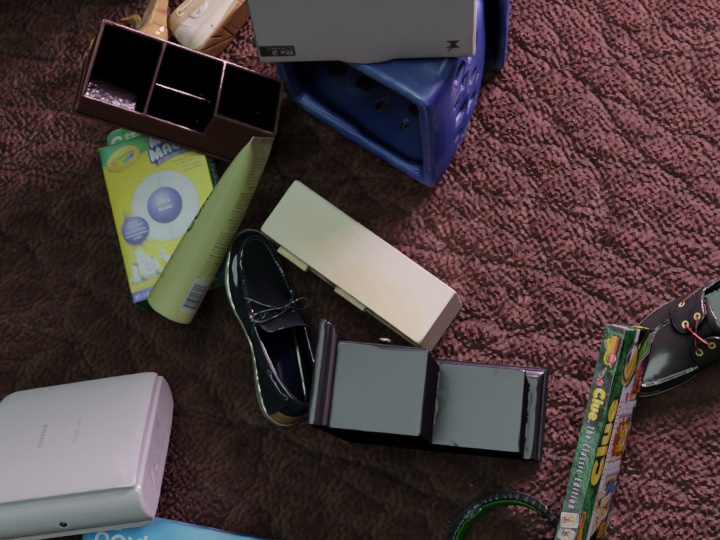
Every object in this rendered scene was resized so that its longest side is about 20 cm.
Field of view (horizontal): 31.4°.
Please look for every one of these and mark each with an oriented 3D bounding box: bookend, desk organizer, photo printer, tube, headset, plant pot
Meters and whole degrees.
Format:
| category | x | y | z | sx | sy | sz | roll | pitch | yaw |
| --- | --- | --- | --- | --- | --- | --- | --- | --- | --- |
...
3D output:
| category | x | y | z | sx | sy | sz | roll | pitch | yaw |
| --- | --- | --- | --- | --- | --- | --- | --- | --- | --- |
| bookend | 0.068 | 0.114 | 1.175 | 0.196 | 0.200 | 0.094 | 4 | 79 | 12 |
| desk organizer | -0.182 | -0.176 | 1.292 | 0.197 | 0.077 | 0.073 | 16 | 64 | -19 |
| photo printer | -0.291 | 0.184 | 1.258 | 0.197 | 0.070 | 0.168 | -9 | 39 | 9 |
| tube | -0.143 | -0.045 | 1.260 | 0.202 | 0.051 | 0.058 | -59 | 34 | 11 |
| headset | 0.164 | 0.302 | 1.196 | 0.123 | 0.094 | 0.201 | -41 | 59 | 4 |
| plant pot | 0.039 | -0.233 | 1.261 | 0.199 | 0.200 | 0.181 | 33 | 78 | 15 |

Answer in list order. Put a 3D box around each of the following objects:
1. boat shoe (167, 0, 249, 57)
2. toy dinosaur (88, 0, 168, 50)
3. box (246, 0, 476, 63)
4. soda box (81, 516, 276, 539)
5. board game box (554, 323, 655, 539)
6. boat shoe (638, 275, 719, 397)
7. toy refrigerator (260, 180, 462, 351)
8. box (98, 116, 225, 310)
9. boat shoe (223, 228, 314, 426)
| category | x | y | z | sx | sy | sz | roll | pitch | yaw |
| --- | --- | --- | --- | --- | --- | --- | --- | --- | --- |
| boat shoe | -0.131 | -0.318 | 1.369 | 0.069 | 0.074 | 0.200 | 41 | 88 | 10 |
| toy dinosaur | -0.226 | -0.252 | 1.365 | 0.105 | 0.060 | 0.203 | 14 | 95 | 26 |
| box | 0.001 | -0.282 | 1.074 | 0.196 | 0.201 | 0.133 | -1 | 67 | 3 |
| soda box | -0.172 | 0.283 | 1.253 | 0.197 | 0.064 | 0.069 | 8 | 79 | 13 |
| board game box | 0.224 | 0.149 | 1.166 | 0.023 | 0.104 | 0.203 | 15 | 95 | 30 |
| boat shoe | 0.327 | 0.050 | 1.213 | 0.200 | 0.063 | 0.074 | -33 | 79 | 5 |
| toy refrigerator | 0.000 | 0.000 | 1.276 | 0.199 | 0.076 | 0.070 | 36 | 86 | 15 |
| box | -0.202 | -0.073 | 1.344 | 0.116 | 0.048 | 0.203 | -18 | 74 | 6 |
| boat shoe | -0.084 | 0.052 | 1.275 | 0.074 | 0.062 | 0.203 | -7 | 77 | -36 |
